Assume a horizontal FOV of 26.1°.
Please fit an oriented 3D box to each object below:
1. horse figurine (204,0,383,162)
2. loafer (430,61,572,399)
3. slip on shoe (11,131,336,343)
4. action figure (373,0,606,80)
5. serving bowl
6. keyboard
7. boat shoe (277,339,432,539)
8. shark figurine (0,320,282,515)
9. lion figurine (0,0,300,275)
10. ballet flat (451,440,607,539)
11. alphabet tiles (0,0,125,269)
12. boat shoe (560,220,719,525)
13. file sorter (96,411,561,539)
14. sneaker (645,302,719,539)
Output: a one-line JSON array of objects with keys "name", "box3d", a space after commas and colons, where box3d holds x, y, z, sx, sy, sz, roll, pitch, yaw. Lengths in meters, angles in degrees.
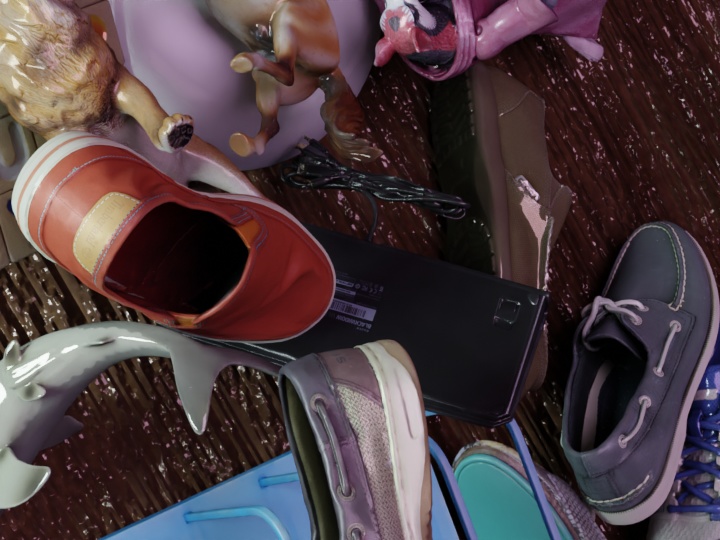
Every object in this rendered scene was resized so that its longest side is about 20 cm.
[{"name": "horse figurine", "box3d": [-0.056, -0.132, 0.749, 0.201, 0.050, 0.133, 52, 29, -4]}, {"name": "loafer", "box3d": [0.087, -0.023, 0.881, 0.067, 0.076, 0.203, 0, 80, -22]}, {"name": "slip on shoe", "box3d": [-0.068, -0.001, 0.679, 0.074, 0.061, 0.199, -54, 148, 5]}, {"name": "action figure", "box3d": [0.055, -0.154, 0.854, 0.133, 0.150, 0.200, 22, 45, 21]}, {"name": "serving bowl", "box3d": [-0.068, -0.159, 0.830, 0.198, 0.066, 0.203, 6, 76, -27]}, {"name": "keyboard", "box3d": [0.000, 0.000, 0.799, 0.197, 0.021, 0.128, 16, 68, 13]}, {"name": "boat shoe", "box3d": [-0.001, 0.132, 0.670, 0.064, 0.072, 0.203, -3, 84, -17]}, {"name": "shark figurine", "box3d": [-0.138, 0.068, 0.727, 0.129, 0.213, 0.089, 61, 14, 23]}, {"name": "lion figurine", "box3d": [-0.109, -0.064, 0.735, 0.072, 0.122, 0.200, -43, 145, -7]}, {"name": "ballet flat", "box3d": [0.119, 0.170, 0.876, 0.072, 0.072, 0.201, -39, 99, -29]}, {"name": "alphabet tiles", "box3d": [-0.177, -0.103, 0.714, 0.166, 0.006, 0.203, -31, 116, -43]}, {"name": "boat shoe", "box3d": [0.156, 0.043, 0.889, 0.062, 0.072, 0.202, 45, 48, -35]}, {"name": "file sorter", "box3d": [-0.007, 0.161, 0.768, 0.198, 0.122, 0.140, -22, 91, -31]}, {"name": "sneaker", "box3d": [0.201, 0.103, 0.905, 0.089, 0.075, 0.201, 58, 42, -30]}]
